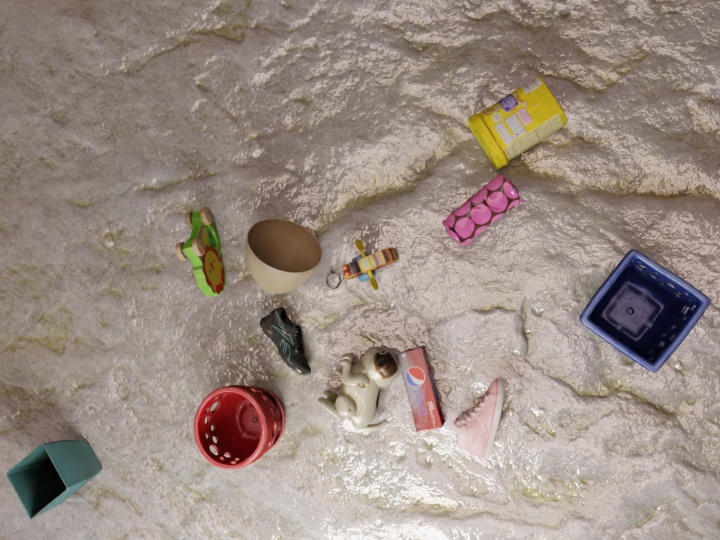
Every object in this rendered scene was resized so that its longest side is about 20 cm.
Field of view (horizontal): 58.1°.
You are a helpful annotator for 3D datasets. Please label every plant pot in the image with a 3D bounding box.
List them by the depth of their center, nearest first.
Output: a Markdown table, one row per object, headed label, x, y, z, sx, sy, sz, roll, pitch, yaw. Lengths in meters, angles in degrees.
| label | x | y | z | sx | sy | sz | roll | pitch | yaw |
| --- | --- | --- | --- | --- | --- | --- | --- | --- | --- |
| plant pot | 0.624 | 0.090 | 1.462 | 0.199 | 0.180 | 0.201 | 37 | 96 | 13 |
| plant pot | -0.302 | 0.392 | 1.669 | 0.198 | 0.182 | 0.203 | -1 | 87 | 13 |
| plant pot | -0.211 | -0.019 | 1.689 | 0.199 | 0.200 | 0.135 | 35 | 131 | 13 |
| plant pot | -0.817 | 0.554 | 1.777 | 0.141 | 0.200 | 0.142 | -38 | 78 | 9 |

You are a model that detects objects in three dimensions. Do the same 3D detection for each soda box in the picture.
| label | x | y | z | sx | sy | sz | roll | pitch | yaw |
| --- | --- | --- | --- | --- | --- | --- | --- | --- | --- |
| soda box | 0.152 | 0.297 | 1.625 | 0.069 | 0.063 | 0.203 | -16 | 83 | 13 |

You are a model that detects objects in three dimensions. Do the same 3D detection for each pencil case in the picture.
| label | x | y | z | sx | sy | sz | roll | pitch | yaw |
| --- | --- | --- | --- | --- | --- | --- | --- | --- | --- |
| pencil case | 0.303 | -0.145 | 1.608 | 0.199 | 0.091 | 0.094 | -39 | 92 | 11 |

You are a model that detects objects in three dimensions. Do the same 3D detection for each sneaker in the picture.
| label | x | y | z | sx | sy | sz | roll | pitch | yaw |
| --- | --- | --- | --- | --- | --- | --- | --- | --- | --- |
| sneaker | 0.286 | 0.352 | 1.581 | 0.103 | 0.075 | 0.203 | 14 | 94 | 9 |
| sneaker | -0.186 | 0.188 | 1.711 | 0.079 | 0.075 | 0.201 | -39 | 79 | 6 |

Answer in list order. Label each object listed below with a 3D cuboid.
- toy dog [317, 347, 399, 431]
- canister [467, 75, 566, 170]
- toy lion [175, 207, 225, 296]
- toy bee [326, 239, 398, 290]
| label | x | y | z | sx | sy | sz | roll | pitch | yaw |
| --- | --- | --- | --- | --- | --- | --- | --- | --- | --- |
| toy dog | 0.014 | 0.286 | 1.624 | 0.193 | 0.139 | 0.201 | 37 | 93 | 13 |
| canister | 0.387 | -0.365 | 1.600 | 0.199 | 0.087 | 0.150 | -32 | 80 | 9 |
| toy lion | -0.414 | -0.039 | 1.745 | 0.068 | 0.193 | 0.201 | -13 | 43 | 12 |
| toy bee | 0.000 | 0.000 | 1.660 | 0.200 | 0.109 | 0.131 | -45 | 80 | 7 |
